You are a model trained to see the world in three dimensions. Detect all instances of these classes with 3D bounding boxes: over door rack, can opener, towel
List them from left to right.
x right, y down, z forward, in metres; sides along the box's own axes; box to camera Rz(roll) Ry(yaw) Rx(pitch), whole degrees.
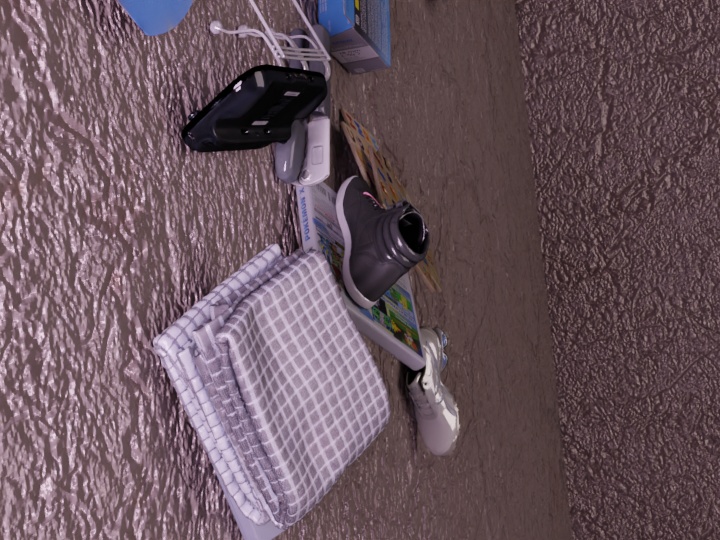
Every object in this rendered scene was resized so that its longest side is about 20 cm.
[{"bbox_3d":[-0.107,-0.283,1.012,0.203,0.066,0.148,70,20,-4],"label":"over door rack"},{"bbox_3d":[-0.064,0.096,0.859,0.165,0.085,0.203,-40,115,-42],"label":"towel"},{"bbox_3d":[-0.062,-0.192,1.128,0.066,0.052,0.204,44,44,-61],"label":"can opener"}]

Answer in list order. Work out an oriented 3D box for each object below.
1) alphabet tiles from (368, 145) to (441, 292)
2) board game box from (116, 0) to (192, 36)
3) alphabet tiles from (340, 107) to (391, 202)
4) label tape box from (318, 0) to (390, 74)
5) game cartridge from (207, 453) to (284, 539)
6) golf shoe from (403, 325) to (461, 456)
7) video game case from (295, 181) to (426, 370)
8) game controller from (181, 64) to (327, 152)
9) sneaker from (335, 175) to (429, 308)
[{"bbox_3d":[0.058,-0.068,1.304,0.167,0.006,0.202,53,17,-36],"label":"alphabet tiles"},{"bbox_3d":[-0.196,-0.282,0.770,0.200,0.038,0.161,48,45,-54],"label":"board game box"},{"bbox_3d":[0.026,-0.132,1.360,0.169,0.006,0.200,68,14,17],"label":"alphabet tiles"},{"bbox_3d":[-0.018,-0.362,1.292,0.200,0.062,0.147,23,64,-70],"label":"label tape box"},{"bbox_3d":[-0.061,0.161,0.958,0.200,0.040,0.135,-43,124,-40],"label":"game cartridge"},{"bbox_3d":[0.096,0.189,1.511,0.097,0.077,0.204,-3,82,-55],"label":"golf shoe"},{"bbox_3d":[0.000,0.000,1.145,0.199,0.022,0.184,38,31,-41],"label":"video game case"},{"bbox_3d":[-0.095,-0.155,0.943,0.042,0.104,0.200,45,18,6],"label":"game controller"},{"bbox_3d":[0.029,-0.054,1.115,0.071,0.099,0.202,40,29,-32],"label":"sneaker"}]
